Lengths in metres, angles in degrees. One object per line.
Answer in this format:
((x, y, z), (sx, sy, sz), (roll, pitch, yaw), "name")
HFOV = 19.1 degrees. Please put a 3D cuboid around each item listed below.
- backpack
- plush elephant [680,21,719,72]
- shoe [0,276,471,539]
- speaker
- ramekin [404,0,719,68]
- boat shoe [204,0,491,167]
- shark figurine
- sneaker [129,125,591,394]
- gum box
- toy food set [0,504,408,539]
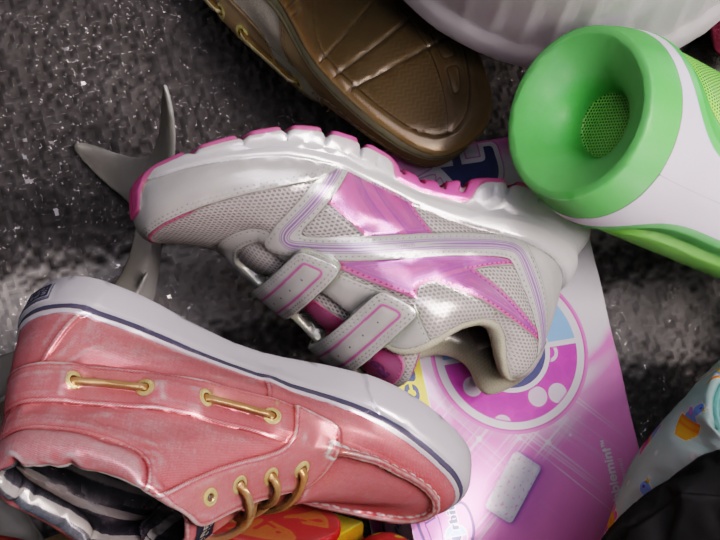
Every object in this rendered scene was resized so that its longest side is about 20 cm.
((0.177, 0.099, 0.886), (0.127, 0.167, 0.200), (44, 40, 10), "backpack")
((0.192, -0.162, 1.012), (0.155, 0.164, 0.200), (50, 45, -41), "plush elephant")
((-0.051, 0.080, 0.855), (0.200, 0.071, 0.091), (23, 49, -16), "shoe")
((0.153, -0.040, 0.918), (0.200, 0.088, 0.089), (19, 69, -44), "speaker")
((0.093, -0.191, 0.893), (0.200, 0.098, 0.201), (1, 81, -3), "ramekin")
((-0.016, -0.117, 0.979), (0.074, 0.066, 0.200), (-34, 70, -20), "boat shoe")
((-0.133, 0.030, 0.923), (0.214, 0.089, 0.128), (-41, 91, -18), "shark figurine")
((0.000, 0.000, 0.893), (0.199, 0.081, 0.089), (11, 71, -13), "sneaker")
((0.051, 0.035, 0.978), (0.113, 0.066, 0.201), (-9, 79, -18), "gum box")
((-0.061, 0.132, 0.866), (0.197, 0.200, 0.049), (13, 107, 27), "toy food set")
